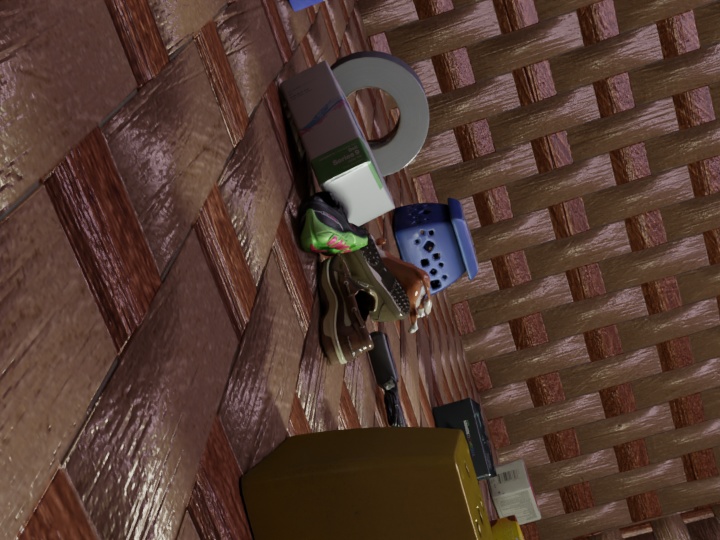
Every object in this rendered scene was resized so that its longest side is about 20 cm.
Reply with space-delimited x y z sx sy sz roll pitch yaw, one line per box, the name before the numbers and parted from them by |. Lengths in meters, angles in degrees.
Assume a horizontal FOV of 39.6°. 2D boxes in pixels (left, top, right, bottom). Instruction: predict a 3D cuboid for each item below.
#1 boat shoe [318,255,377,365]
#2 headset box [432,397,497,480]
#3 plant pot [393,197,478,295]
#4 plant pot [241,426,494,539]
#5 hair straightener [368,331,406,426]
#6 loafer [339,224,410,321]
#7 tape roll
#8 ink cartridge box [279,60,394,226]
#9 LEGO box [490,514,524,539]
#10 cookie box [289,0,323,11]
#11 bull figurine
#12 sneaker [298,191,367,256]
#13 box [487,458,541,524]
boat shoe | -0.011 0.048 1.345 0.204 0.074 0.075 -95 166 -51
headset box | 0.238 0.389 2.266 0.200 0.092 0.176 42 33 -74
plant pot | 0.195 -0.066 2.542 0.200 0.177 0.202 -85 158 -68
plant pot | 0.025 0.240 0.890 0.200 0.174 0.203 -8 82 -81
hair straightener | 0.041 0.193 1.571 0.077 0.040 0.203 41 38 -74
loafer | 0.000 0.000 1.549 0.201 0.067 0.076 58 24 -5
tape roll | 0.016 -0.261 1.670 0.066 0.198 0.202 -86 158 -68
ink cartridge box | -0.035 -0.184 1.485 0.202 0.087 0.146 66 5 30
LEGO box | 0.423 0.803 2.753 0.201 0.076 0.150 -95 167 -52
cookie box | -0.071 -0.600 1.834 0.075 0.169 0.202 50 25 -63
bull figurine | 0.048 0.016 1.651 0.199 0.065 0.123 31 -42 53
sneaker | -0.038 -0.067 1.383 0.200 0.076 0.085 19 59 -81
box | 0.481 0.702 3.146 0.201 0.126 0.110 66 10 -45
